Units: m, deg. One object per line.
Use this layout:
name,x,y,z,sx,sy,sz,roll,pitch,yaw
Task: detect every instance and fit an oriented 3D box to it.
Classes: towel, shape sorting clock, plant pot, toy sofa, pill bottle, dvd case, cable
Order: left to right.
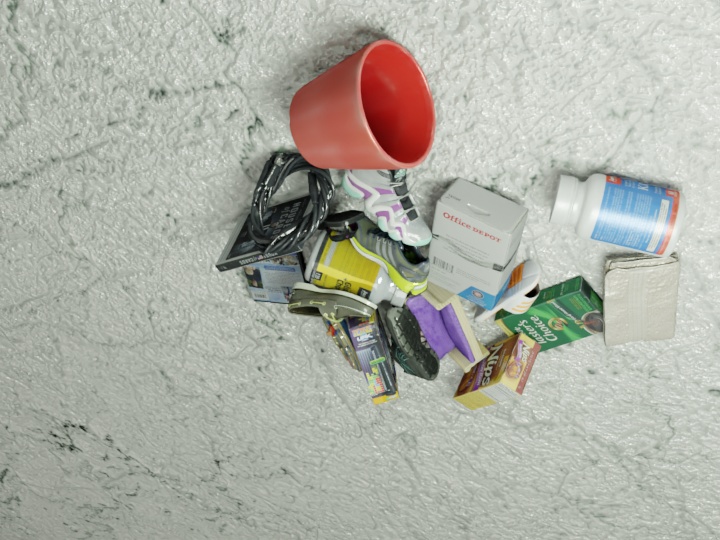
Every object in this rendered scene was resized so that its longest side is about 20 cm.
dvd case,-0.172,-0.074,1.645,0.199,0.151,0.025,-14,128,32
dvd case,-0.180,-0.004,1.819,0.142,0.018,0.200,4,134,17
cable,-0.127,-0.114,1.557,0.163,0.201,0.051,19,174,29
shape sorting clock,-0.052,0.124,1.795,0.039,0.200,0.200,-26,131,-9
plant pot,-0.005,-0.249,1.388,0.177,0.201,0.201,-7,132,41
pill bottle,0.000,0.000,1.681,0.199,0.112,0.112,21,138,1
toy sofa,0.172,0.112,1.714,0.083,0.097,0.200,44,165,51
pill bottle,0.417,-0.096,1.417,0.199,0.112,0.112,14,137,7
towel,0.506,0.056,1.562,0.132,0.035,0.201,-7,127,9

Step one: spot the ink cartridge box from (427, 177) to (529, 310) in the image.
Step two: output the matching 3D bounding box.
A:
ink cartridge box,0.205,-0.046,1.550,0.144,0.084,0.200,27,140,18

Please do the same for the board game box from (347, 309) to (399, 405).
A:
board game box,0.024,0.149,1.724,0.057,0.200,0.166,-19,105,4

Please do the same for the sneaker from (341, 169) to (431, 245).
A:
sneaker,0.066,-0.145,1.507,0.200,0.078,0.140,41,132,8

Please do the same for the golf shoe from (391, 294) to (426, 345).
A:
golf shoe,0.122,0.128,1.794,0.088,0.077,0.200,-7,135,11

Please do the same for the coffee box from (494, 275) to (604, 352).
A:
coffee box,0.374,0.092,1.676,0.200,0.044,0.123,-23,123,38

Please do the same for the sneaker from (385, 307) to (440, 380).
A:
sneaker,0.086,0.150,1.716,0.079,0.076,0.200,0,135,36

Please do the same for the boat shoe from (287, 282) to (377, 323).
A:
boat shoe,-0.057,0.070,1.665,0.201,0.060,0.072,10,161,37

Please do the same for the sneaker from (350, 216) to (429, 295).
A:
sneaker,0.058,-0.047,1.607,0.200,0.074,0.081,41,136,17

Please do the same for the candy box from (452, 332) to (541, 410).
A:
candy box,0.272,0.206,1.740,0.056,0.117,0.200,34,153,-11

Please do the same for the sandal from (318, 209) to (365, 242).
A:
sandal,-0.036,-0.080,1.585,0.075,0.200,0.048,-18,97,-13

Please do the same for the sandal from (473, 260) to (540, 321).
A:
sandal,0.293,0.050,1.649,0.059,0.079,0.207,30,145,-12
